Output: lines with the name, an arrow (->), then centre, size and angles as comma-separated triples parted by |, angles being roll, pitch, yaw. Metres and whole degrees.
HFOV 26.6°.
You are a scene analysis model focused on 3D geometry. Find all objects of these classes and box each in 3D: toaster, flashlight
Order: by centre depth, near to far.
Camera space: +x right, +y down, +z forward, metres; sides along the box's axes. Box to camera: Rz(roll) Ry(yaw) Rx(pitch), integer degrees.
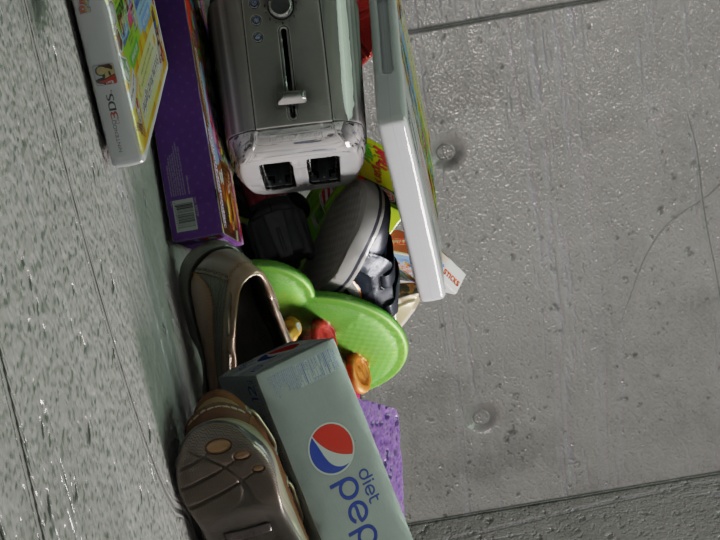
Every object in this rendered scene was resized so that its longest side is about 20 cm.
toaster -> -0.052, -0.134, 1.141 | 0.200, 0.113, 0.130 | 101, -17, -82
flashlight -> -0.089, -0.100, 1.236 | 0.067, 0.068, 0.201 | -7, 74, -45

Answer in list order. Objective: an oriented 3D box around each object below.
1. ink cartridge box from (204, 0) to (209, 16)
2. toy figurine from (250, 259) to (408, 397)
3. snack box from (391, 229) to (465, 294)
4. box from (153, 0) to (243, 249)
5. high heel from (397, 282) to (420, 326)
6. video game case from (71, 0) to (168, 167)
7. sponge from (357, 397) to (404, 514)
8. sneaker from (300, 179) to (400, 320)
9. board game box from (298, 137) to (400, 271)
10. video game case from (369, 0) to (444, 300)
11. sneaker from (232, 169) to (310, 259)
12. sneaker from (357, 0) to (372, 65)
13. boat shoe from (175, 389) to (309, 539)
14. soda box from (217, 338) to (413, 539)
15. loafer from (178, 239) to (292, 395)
ink cartridge box -> -0.064, -0.275, 1.337 | 0.147, 0.199, 0.083 | -97, 174, -70
toy figurine -> -0.051, 0.119, 1.186 | 0.200, 0.149, 0.185 | 48, 34, -44
snack box -> 0.003, -0.020, 1.423 | 0.072, 0.199, 0.024 | 42, 70, -41
box -> -0.124, -0.117, 1.096 | 0.137, 0.039, 0.202 | 67, 14, -88
high heel -> -0.027, 0.011, 1.456 | 0.071, 0.199, 0.143 | 31, 43, -44
video game case -> -0.148, -0.179, 0.902 | 0.200, 0.023, 0.183 | -98, 178, -67
sponge -> 0.004, 0.195, 1.102 | 0.111, 0.030, 0.202 | 23, 62, -68
sneaker -> 0.000, 0.000, 1.243 | 0.200, 0.079, 0.079 | 122, -26, -51
board game box -> -0.037, -0.014, 1.348 | 0.200, 0.047, 0.102 | -53, -156, 27
video game case -> 0.035, -0.108, 1.187 | 0.201, 0.023, 0.183 | 74, 10, -48
sneaker -> -0.085, -0.050, 1.314 | 0.200, 0.082, 0.072 | -97, 177, -57
sneaker -> -0.064, -0.174, 1.394 | 0.079, 0.199, 0.116 | 55, -12, 4
boat shoe -> -0.066, 0.160, 0.956 | 0.072, 0.075, 0.201 | -101, -178, -58
soda box -> -0.020, 0.147, 0.998 | 0.068, 0.063, 0.201 | -11, -78, 62
loafer -> -0.071, 0.076, 1.056 | 0.063, 0.072, 0.201 | 19, -46, 50
